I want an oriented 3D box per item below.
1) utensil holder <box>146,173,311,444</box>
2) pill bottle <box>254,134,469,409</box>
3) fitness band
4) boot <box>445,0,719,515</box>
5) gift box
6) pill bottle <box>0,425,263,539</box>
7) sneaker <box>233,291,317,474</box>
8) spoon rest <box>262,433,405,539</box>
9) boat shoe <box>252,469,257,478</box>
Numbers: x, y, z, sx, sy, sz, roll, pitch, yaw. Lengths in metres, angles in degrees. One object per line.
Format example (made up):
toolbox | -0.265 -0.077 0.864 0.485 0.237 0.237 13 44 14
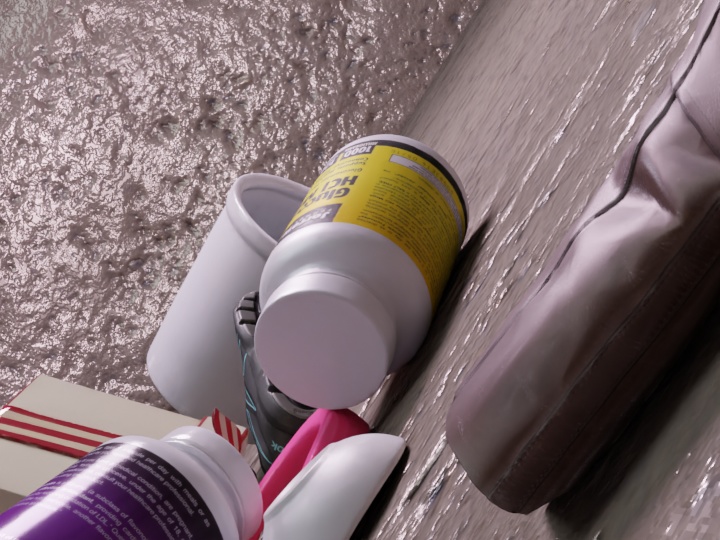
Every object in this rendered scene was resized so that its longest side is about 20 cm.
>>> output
utensil holder | -0.089 0.039 1.438 0.200 0.169 0.170 -58 3 21
pill bottle | 0.000 0.000 0.995 0.113 0.112 0.200 -55 5 32
fitness band | -0.051 0.160 0.927 0.144 0.037 0.200 -55 6 29
boot | 0.094 -0.029 0.490 0.201 0.064 0.186 -61 0 23
gift box | -0.173 0.182 1.027 0.185 0.186 0.201 -59 -17 -62
pill bottle | -0.141 0.162 0.811 0.200 0.112 0.113 -35 -14 -47
sneaker | -0.074 0.089 1.261 0.200 0.075 0.080 -104 28 -58
spoon rest | -0.041 0.158 0.773 0.200 0.061 0.099 -44 -1 -27
boat shoe | -0.148 0.233 1.361 0.074 0.075 0.200 -61 -6 21
